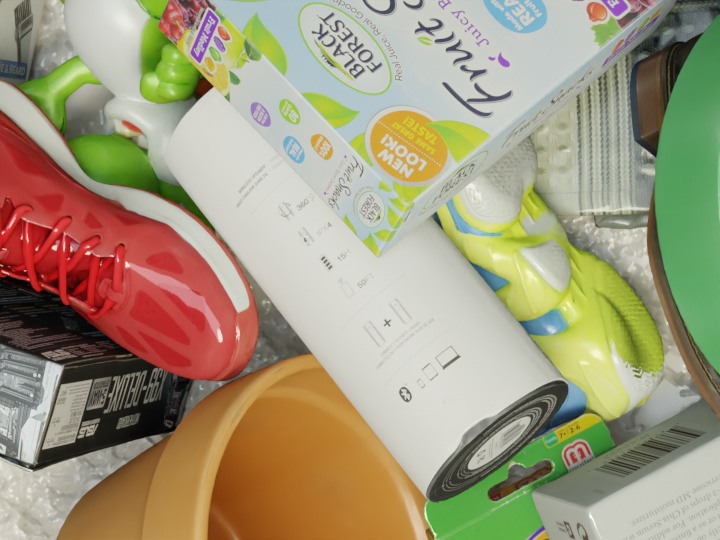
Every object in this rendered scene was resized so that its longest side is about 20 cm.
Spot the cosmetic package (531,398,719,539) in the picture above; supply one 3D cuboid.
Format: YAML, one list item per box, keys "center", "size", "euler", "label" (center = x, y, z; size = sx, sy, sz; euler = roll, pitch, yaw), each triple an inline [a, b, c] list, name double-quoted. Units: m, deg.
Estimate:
- center: [0.165, 0.169, 1.129]
  size: [0.101, 0.071, 0.201]
  euler: [-25, 99, -15]
  label: "cosmetic package"

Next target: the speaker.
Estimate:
- center: [0.000, 0.000, 1.115]
  size: [0.081, 0.081, 0.200]
  euler: [-43, 72, 11]
  label: "speaker"

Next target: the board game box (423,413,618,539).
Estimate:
- center: [0.106, 0.171, 1.165]
  size: [0.095, 0.030, 0.201]
  euler: [-27, 103, -9]
  label: "board game box"

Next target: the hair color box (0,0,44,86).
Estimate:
- center: [-0.204, -0.125, 1.227]
  size: [0.064, 0.109, 0.202]
  euler: [13, 95, 19]
  label: "hair color box"

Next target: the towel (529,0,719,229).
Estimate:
- center: [0.161, -0.121, 1.187]
  size: [0.191, 0.035, 0.202]
  euler: [-2, 89, 10]
  label: "towel"

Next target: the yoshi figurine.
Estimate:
- center: [-0.120, -0.089, 1.193]
  size: [0.111, 0.112, 0.201]
  euler: [-11, 109, -2]
  label: "yoshi figurine"

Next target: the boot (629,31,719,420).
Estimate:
- center: [0.177, -0.027, 1.086]
  size: [0.097, 0.075, 0.201]
  euler: [-28, 56, 31]
  label: "boot"

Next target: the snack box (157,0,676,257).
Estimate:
- center: [0.031, -0.118, 1.112]
  size: [0.142, 0.053, 0.200]
  euler: [45, 58, 10]
  label: "snack box"

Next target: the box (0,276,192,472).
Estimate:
- center: [-0.178, 0.035, 1.179]
  size: [0.157, 0.200, 0.050]
  euler: [18, 96, 12]
  label: "box"

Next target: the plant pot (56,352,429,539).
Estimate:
- center: [-0.049, 0.148, 1.162]
  size: [0.139, 0.199, 0.202]
  euler: [-17, 87, 41]
  label: "plant pot"

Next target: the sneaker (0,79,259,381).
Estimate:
- center: [-0.147, -0.005, 1.118]
  size: [0.199, 0.115, 0.079]
  euler: [34, 121, 22]
  label: "sneaker"

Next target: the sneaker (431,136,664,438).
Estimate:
- center: [0.047, -0.004, 1.167]
  size: [0.105, 0.076, 0.201]
  euler: [-35, 90, 32]
  label: "sneaker"

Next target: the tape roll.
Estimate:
- center: [0.216, -0.031, 1.049]
  size: [0.199, 0.048, 0.202]
  euler: [2, 86, -27]
  label: "tape roll"
